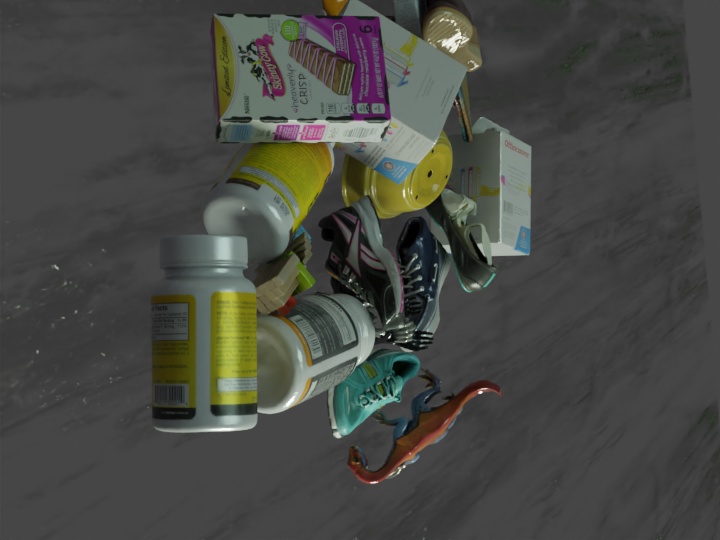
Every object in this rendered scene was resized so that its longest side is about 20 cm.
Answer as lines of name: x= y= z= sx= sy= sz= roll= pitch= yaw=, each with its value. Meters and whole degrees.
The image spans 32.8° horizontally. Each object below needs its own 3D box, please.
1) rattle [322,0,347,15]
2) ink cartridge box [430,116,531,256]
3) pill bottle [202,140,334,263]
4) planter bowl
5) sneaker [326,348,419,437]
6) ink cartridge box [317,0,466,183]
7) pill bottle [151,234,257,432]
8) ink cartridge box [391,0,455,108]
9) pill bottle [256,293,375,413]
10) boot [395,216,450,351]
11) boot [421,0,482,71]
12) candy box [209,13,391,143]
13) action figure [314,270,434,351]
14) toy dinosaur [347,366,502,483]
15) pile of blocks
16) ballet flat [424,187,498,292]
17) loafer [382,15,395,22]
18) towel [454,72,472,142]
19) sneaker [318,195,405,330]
rattle: x=0.021 y=-0.398 z=1.584 sx=0.130 sy=0.197 sz=0.146 roll=-11 pitch=97 yaw=-60
ink cartridge box: x=0.192 y=-0.131 z=1.943 sx=0.128 sy=0.123 sz=0.204 roll=15 pitch=75 yaw=-59
pill bottle: x=-0.099 y=-0.109 z=1.438 sx=0.201 sy=0.108 sz=0.110 roll=-61 pitch=138 yaw=-42
planter bowl: x=0.069 y=-0.146 z=1.688 sx=0.199 sy=0.083 sz=0.203 roll=-35 pitch=139 yaw=-36
sneaker: x=0.015 y=0.157 z=1.650 sx=0.200 sy=0.078 sz=0.079 roll=-42 pitch=123 yaw=-53
ink cartridge box: x=0.008 y=-0.230 z=1.541 sx=0.198 sy=0.129 sz=0.127 roll=29 pitch=62 yaw=-9
pill bottle: x=-0.166 y=0.066 z=1.300 sx=0.114 sy=0.113 sz=0.204 roll=5 pitch=84 yaw=-60
ink cartridge box: x=0.087 y=-0.348 z=1.788 sx=0.196 sy=0.043 sz=0.204 roll=14 pitch=67 yaw=-75
pill bottle: x=-0.068 y=0.092 z=1.471 sx=0.199 sy=0.115 sz=0.119 roll=-18 pitch=103 yaw=-60
boot: x=0.075 y=0.018 z=1.791 sx=0.091 sy=0.072 sz=0.202 roll=54 pitch=35 yaw=-34
boot: x=0.106 y=-0.378 z=1.722 sx=0.169 sy=0.072 sz=0.200 roll=68 pitch=15 yaw=17
candy box: x=-0.070 y=-0.219 z=1.397 sx=0.061 sy=0.196 sz=0.139 roll=117 pitch=-31 yaw=-67
action figure: x=0.025 y=0.052 z=1.649 sx=0.199 sy=0.101 sz=0.121 roll=17 pitch=57 yaw=-55
toy dinosaur: x=0.067 y=0.216 z=1.676 sx=0.105 sy=0.199 sz=0.182 roll=48 pitch=49 yaw=-9
pile of blocks: x=-0.077 y=-0.002 z=1.436 sx=0.062 sy=0.082 sz=0.201 roll=51 pitch=16 yaw=-16
ballet flat: x=0.153 y=-0.066 z=1.844 sx=0.068 sy=0.068 sz=0.202 roll=1 pitch=59 yaw=-59
loafer: x=0.027 y=-0.310 z=1.726 sx=0.200 sy=0.062 sz=0.073 roll=-48 pitch=127 yaw=-51
towel: x=0.145 y=-0.315 z=1.884 sx=0.148 sy=0.021 sz=0.202 roll=68 pitch=16 yaw=-47
sneaker: x=0.000 y=0.000 z=1.583 sx=0.081 sy=0.085 sz=0.202 roll=80 pitch=-9 yaw=-50
